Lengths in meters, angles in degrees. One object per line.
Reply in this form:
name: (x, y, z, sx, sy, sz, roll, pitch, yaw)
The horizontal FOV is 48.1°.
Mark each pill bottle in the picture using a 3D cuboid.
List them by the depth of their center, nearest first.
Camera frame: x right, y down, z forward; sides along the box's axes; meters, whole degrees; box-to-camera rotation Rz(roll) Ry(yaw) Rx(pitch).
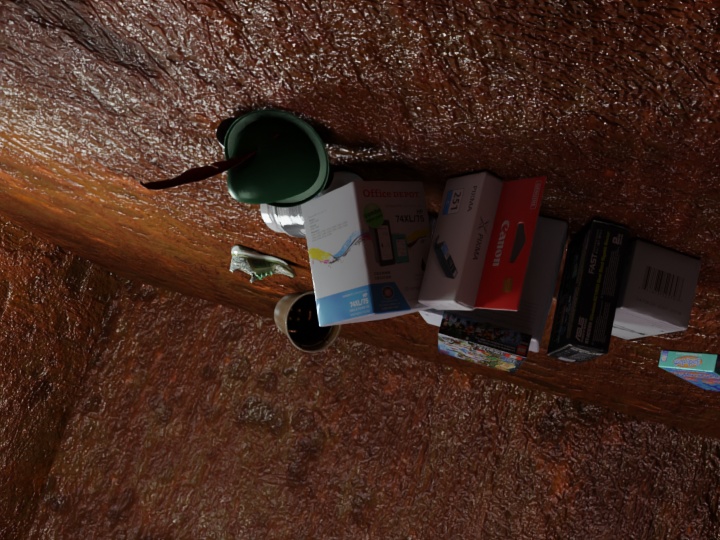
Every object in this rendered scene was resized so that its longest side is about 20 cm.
pill bottle: (-0.084, -0.114, 1.425, 0.113, 0.115, 0.199, 26, 166, -38)

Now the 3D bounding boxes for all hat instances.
hat: (-0.164, -0.122, 1.175, 0.199, 0.176, 0.166, -12, 119, 27)

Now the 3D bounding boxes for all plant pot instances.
plant pot: (-0.190, 0.157, 2.706, 0.199, 0.201, 0.198, 23, 176, -25)

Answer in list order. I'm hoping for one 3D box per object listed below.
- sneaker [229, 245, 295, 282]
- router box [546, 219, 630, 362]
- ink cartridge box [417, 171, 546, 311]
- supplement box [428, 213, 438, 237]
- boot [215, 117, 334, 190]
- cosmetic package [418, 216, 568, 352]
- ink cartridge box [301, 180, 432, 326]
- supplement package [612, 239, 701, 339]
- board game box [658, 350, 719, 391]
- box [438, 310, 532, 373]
sneaker: (-0.286, -0.001, 2.311, 0.199, 0.089, 0.077, 18, 168, -3)
router box: (0.357, 0.038, 1.271, 0.062, 0.201, 0.150, 13, 169, 3)
ink cartridge box: (0.172, -0.043, 1.164, 0.045, 0.201, 0.176, 21, 168, -30)
supplement box: (0.118, -0.065, 1.494, 0.199, 0.061, 0.109, 16, 169, 10)
boot: (-0.139, -0.172, 1.335, 0.199, 0.074, 0.151, 21, 167, 0)
cosmetic package: (0.222, 0.009, 1.339, 0.198, 0.201, 0.123, 14, 168, 16)
ink cartridge box: (0.016, -0.026, 1.265, 0.146, 0.201, 0.146, -5, 173, -38)
supplement package: (0.452, 0.037, 1.341, 0.116, 0.118, 0.200, 17, 169, -4)
board game box: (0.841, 0.247, 1.932, 0.199, 0.045, 0.152, 25, 166, -29)
box: (0.193, 0.118, 1.286, 0.136, 0.038, 0.200, 16, 168, 10)
